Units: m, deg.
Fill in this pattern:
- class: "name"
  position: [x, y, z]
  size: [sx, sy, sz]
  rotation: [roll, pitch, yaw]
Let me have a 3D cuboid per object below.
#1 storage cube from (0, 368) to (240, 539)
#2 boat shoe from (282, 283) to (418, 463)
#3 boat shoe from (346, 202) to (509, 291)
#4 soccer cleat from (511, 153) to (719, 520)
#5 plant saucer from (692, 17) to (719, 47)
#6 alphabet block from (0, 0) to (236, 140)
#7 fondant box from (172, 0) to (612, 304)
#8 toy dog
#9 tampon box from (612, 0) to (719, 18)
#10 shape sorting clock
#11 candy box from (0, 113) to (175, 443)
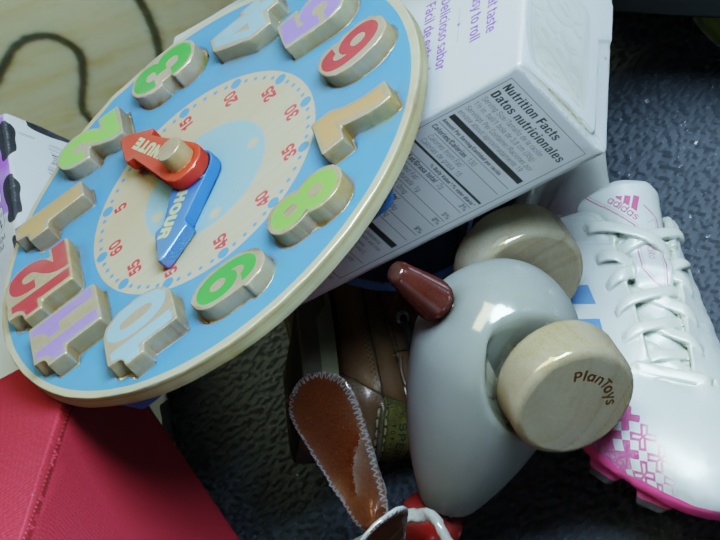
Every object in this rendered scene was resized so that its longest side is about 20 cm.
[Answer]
- class: "storage cube"
  position: [-0.140, 0.165, 1.014]
  size: [0.170, 0.201, 0.180]
  rotation: [-24, 25, 18]
- class: "boat shoe"
  position: [0.000, 0.000, 1.171]
  size: [0.067, 0.072, 0.201]
  rotation: [2, 57, -9]
- class: "boat shoe"
  position: [0.037, -0.064, 1.138]
  size: [0.084, 0.069, 0.200]
  rotation: [18, 37, 15]
- class: "soccer cleat"
  position: [0.105, 0.018, 1.050]
  size: [0.200, 0.069, 0.087]
  rotation: [55, 134, 52]
- class: "plant saucer"
  position: [0.237, -0.155, 1.165]
  size: [0.199, 0.031, 0.201]
  rotation: [-22, 42, 21]
- class: "alphabet block"
  position: [-0.128, -0.181, 1.338]
  size: [0.199, 0.196, 0.197]
  rotation: [-20, 41, 23]
- class: "fondant box"
  position: [0.005, -0.072, 1.052]
  size: [0.199, 0.058, 0.145]
  rotation: [-26, 38, 30]
- class: "toy dog"
  position: [0.019, 0.065, 1.015]
  size: [0.132, 0.096, 0.201]
  rotation: [33, 102, 61]
- class: "tampon box"
  position: [0.156, -0.200, 1.112]
  size: [0.199, 0.127, 0.150]
  rotation: [9, 50, 38]
- class: "shape sorting clock"
  position: [-0.059, -0.034, 0.999]
  size: [0.199, 0.039, 0.201]
  rotation: [-31, 37, 26]
- class: "candy box"
  position: [-0.165, 0.058, 1.196]
  size: [0.168, 0.071, 0.201]
  rotation: [-52, 32, 27]
